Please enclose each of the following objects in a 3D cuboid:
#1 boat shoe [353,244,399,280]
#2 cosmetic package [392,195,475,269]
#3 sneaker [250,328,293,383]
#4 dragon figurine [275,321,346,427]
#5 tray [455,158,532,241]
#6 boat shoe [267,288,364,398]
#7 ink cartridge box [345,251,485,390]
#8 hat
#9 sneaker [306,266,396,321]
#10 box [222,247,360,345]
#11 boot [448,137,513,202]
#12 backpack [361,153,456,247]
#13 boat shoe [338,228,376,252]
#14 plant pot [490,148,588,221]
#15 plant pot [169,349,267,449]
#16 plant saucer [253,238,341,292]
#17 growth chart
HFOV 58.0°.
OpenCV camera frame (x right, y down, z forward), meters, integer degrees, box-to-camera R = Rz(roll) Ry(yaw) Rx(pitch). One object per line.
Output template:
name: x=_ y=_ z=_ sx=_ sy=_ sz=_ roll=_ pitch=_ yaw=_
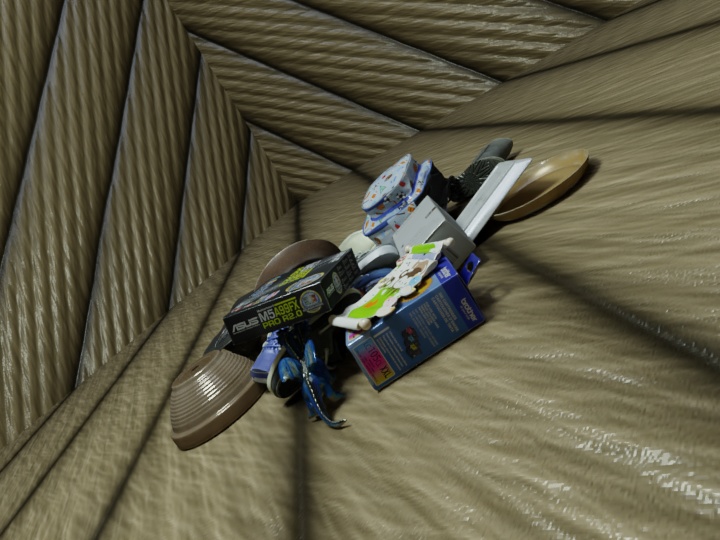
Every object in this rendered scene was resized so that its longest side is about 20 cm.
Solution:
boat shoe: x=0.002 y=0.000 z=1.126 sx=0.072 sy=0.069 sz=0.200 roll=-1 pitch=-29 yaw=-24
cosmetic package: x=0.116 y=-0.049 z=1.071 sx=0.102 sy=0.074 sz=0.200 roll=-49 pitch=14 yaw=10
sneaker: x=-0.130 y=0.094 z=1.109 sx=0.079 sy=0.117 sz=0.200 roll=-1 pitch=30 yaw=31
dragon figurine: x=-0.071 y=0.135 z=0.858 sx=0.058 sy=0.100 sz=0.200 roll=-32 pitch=21 yaw=3
tray: x=0.212 y=-0.117 z=1.124 sx=0.201 sy=0.022 sz=0.107 roll=-53 pitch=13 yaw=-1
boat shoe: x=-0.057 y=0.115 z=0.966 sx=0.200 sy=0.072 sz=0.067 roll=-44 pitch=46 yaw=-7
ink cartridge box: x=0.079 y=0.053 z=0.859 sx=0.198 sy=0.077 sz=0.137 roll=-32 pitch=13 yaw=5
hat: x=-0.244 y=0.130 z=1.365 sx=0.201 sy=0.080 sz=0.202 roll=-48 pitch=18 yaw=20
sneaker: x=0.002 y=0.059 z=1.066 sx=0.197 sy=0.079 sz=0.076 roll=-22 pitch=-28 yaw=2
box: x=-0.095 y=0.034 z=0.971 sx=0.158 sy=0.045 sz=0.200 roll=-21 pitch=10 yaw=17
boot: x=0.289 y=-0.234 z=1.423 sx=0.199 sy=0.073 sz=0.180 roll=-36 pitch=13 yaw=-39
backpack: x=0.086 y=-0.127 z=1.344 sx=0.190 sy=0.154 sz=0.201 roll=-44 pitch=10 yaw=35
boat shoe: x=0.026 y=-0.069 z=1.508 sx=0.199 sy=0.072 sz=0.067 roll=-39 pitch=-25 yaw=10
plant pot: x=0.301 y=-0.140 z=1.109 sx=0.198 sy=0.028 sz=0.200 roll=-32 pitch=13 yaw=8
plant pot: x=-0.262 y=0.206 z=1.131 sx=0.199 sy=0.093 sz=0.201 roll=-34 pitch=12 yaw=8
plant saucer: x=-0.102 y=0.038 z=1.194 sx=0.199 sy=0.202 sz=0.034 roll=-37 pitch=46 yaw=-12
growth chart: x=0.043 y=0.018 z=0.869 sx=0.199 sy=0.018 sz=0.144 roll=-41 pitch=13 yaw=-28
